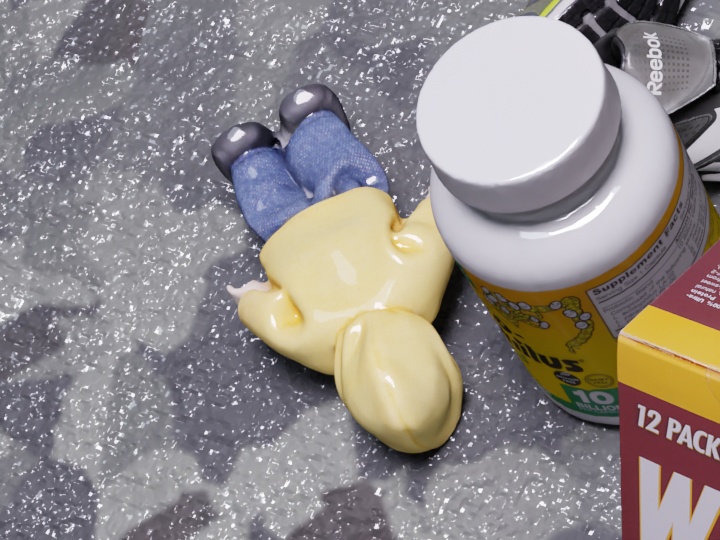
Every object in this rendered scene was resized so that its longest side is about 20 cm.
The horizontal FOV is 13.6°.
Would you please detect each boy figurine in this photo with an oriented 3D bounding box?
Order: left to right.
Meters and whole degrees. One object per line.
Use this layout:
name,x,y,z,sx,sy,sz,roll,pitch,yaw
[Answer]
boy figurine,0.000,0.000,1.439,0.124,0.064,0.200,-31,54,3

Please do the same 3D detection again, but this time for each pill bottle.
pill bottle,0.096,-0.022,1.325,0.112,0.200,0.113,-11,57,17

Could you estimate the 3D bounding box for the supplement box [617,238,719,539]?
supplement box,0.209,0.074,1.179,0.132,0.198,0.200,21,42,32

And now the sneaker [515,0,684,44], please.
sneaker,0.119,-0.152,1.483,0.081,0.074,0.200,25,67,43

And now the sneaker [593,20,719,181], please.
sneaker,0.156,-0.082,1.402,0.199,0.091,0.067,-18,56,13
